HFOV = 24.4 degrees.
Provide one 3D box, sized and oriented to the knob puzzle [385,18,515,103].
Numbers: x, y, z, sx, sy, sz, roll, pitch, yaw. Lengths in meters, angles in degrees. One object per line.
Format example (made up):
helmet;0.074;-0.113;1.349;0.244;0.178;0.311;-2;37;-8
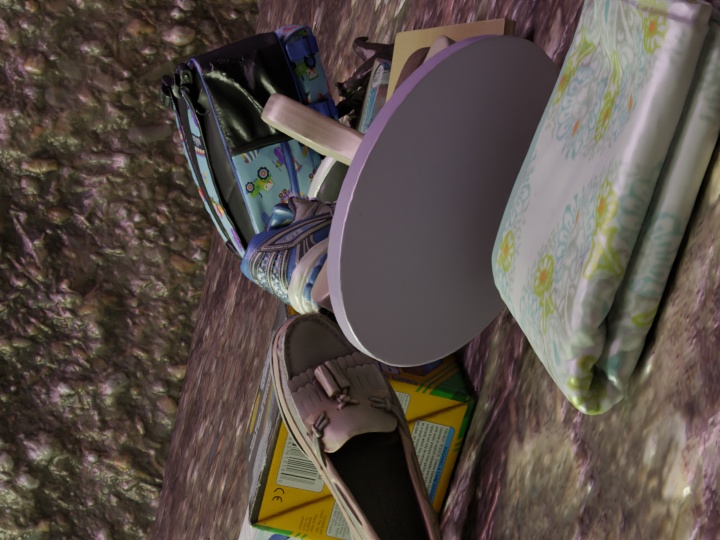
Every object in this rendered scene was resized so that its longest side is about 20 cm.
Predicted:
knob puzzle;0.062;-0.079;1.227;0.219;0.030;0.222;-31;55;59

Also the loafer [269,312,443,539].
loafer;0.006;0.113;0.999;0.201;0.071;0.063;66;166;8

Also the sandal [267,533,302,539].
sandal;-0.044;0.236;1.276;0.200;0.086;0.080;120;160;-65

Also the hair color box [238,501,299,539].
hair color box;-0.063;0.204;1.507;0.099;0.060;0.202;-108;32;-72

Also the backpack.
backpack;-0.083;-0.102;1.465;0.183;0.134;0.202;-169;58;-78

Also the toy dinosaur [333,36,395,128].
toy dinosaur;0.021;-0.169;1.554;0.102;0.077;0.200;-32;19;24

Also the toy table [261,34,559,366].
toy table;0.034;-0.050;1.002;0.201;0.184;0.117;-53;23;-6

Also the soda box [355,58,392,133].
soda box;0.018;-0.075;1.424;0.068;0.063;0.202;-113;37;-75

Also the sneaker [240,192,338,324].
sneaker;-0.023;-0.027;1.169;0.200;0.085;0.078;-36;-36;-67

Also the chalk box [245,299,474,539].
chalk box;-0.008;0.095;1.155;0.200;0.123;0.125;-103;28;-72

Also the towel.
towel;0.122;-0.051;0.830;0.171;0.048;0.202;-104;29;-72

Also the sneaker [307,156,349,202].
sneaker;0.000;0.000;1.335;0.099;0.070;0.202;-125;35;-51

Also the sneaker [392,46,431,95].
sneaker;0.061;-0.054;1.132;0.070;0.075;0.202;21;-107;-57
